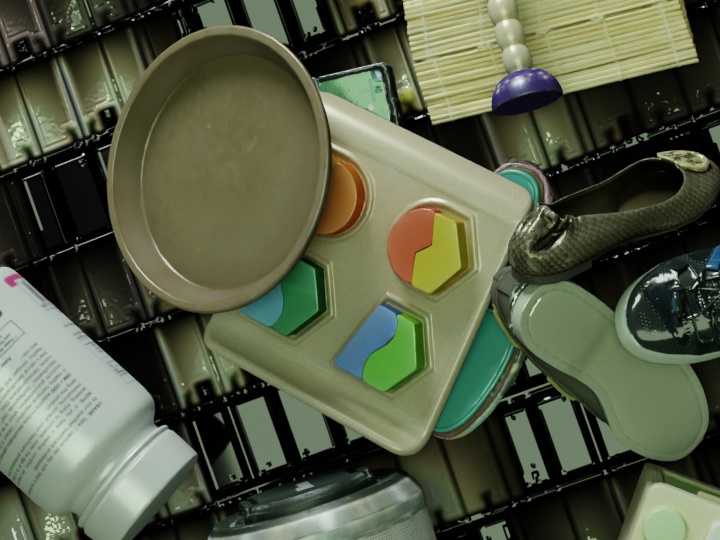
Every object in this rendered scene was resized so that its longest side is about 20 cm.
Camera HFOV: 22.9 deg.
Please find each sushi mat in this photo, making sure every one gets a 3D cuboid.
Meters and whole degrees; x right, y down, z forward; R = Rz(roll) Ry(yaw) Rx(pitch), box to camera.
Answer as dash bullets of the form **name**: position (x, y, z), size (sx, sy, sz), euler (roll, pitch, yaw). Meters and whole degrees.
- **sushi mat**: position (0.133, -0.171, 1.267), size (0.198, 0.012, 0.097), euler (-12, 90, 9)

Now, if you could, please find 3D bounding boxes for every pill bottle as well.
- **pill bottle**: position (-0.221, 0.103, 1.286), size (0.200, 0.113, 0.114), euler (41, 98, 5)

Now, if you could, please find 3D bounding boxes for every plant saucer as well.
- **plant saucer**: position (-0.096, -0.070, 1.250), size (0.198, 0.029, 0.203), euler (-4, 84, 35)

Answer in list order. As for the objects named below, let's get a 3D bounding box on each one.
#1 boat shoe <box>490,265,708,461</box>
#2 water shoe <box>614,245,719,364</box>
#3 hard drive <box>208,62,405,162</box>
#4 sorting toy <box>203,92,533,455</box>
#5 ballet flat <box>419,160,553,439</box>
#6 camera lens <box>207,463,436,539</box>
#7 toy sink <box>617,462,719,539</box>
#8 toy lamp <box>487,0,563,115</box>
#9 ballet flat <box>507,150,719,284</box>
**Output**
- **boat shoe**: position (0.165, 0.061, 1.218), size (0.201, 0.060, 0.072), euler (39, 89, -32)
- **water shoe**: position (0.261, 0.004, 1.150), size (0.198, 0.079, 0.072), euler (-15, 72, -4)
- **hard drive**: position (-0.024, -0.037, 1.286), size (0.138, 0.038, 0.202), euler (-13, 91, 9)
- **sorting toy**: position (0.000, 0.000, 1.231), size (0.184, 0.036, 0.202), euler (27, 96, 19)
- **ballet flat**: position (0.097, 0.023, 1.252), size (0.069, 0.071, 0.202), euler (17, 92, 26)
- **camera lens**: position (-0.012, 0.245, 1.235), size (0.158, 0.160, 0.202), euler (-16, 90, 9)
- **toy sink**: position (0.233, 0.207, 1.174), size (0.129, 0.200, 0.113), euler (20, 96, 8)
- **toy lamp**: position (0.090, -0.210, 1.240), size (0.058, 0.058, 0.202), euler (-14, 80, 9)
- **ballet flat**: position (0.172, -0.046, 1.190), size (0.067, 0.199, 0.047), euler (19, 125, 47)
